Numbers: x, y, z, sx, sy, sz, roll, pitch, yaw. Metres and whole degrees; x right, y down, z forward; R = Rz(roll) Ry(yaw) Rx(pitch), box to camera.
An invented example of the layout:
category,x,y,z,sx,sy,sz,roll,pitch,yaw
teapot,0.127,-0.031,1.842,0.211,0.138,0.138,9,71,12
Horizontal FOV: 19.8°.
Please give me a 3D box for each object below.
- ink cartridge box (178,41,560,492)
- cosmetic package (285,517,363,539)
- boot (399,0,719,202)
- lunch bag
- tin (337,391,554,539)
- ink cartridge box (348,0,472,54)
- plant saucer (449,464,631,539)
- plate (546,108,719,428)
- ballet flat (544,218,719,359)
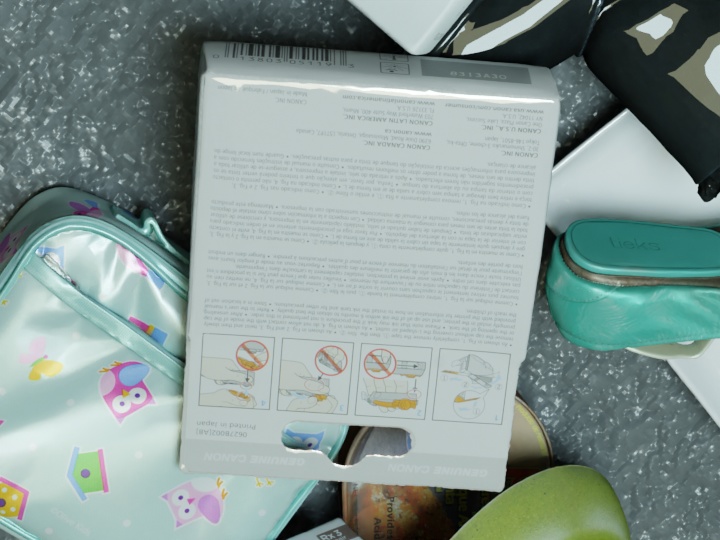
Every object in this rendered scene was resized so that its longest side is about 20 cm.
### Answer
category,x,y,z,sx,sy,sz,roll,pitch,yaw
ink cartridge box,0.000,0.000,0.947,0.160,0.050,0.201,4,116,-4
cosmetic package,-0.042,0.234,1.026,0.112,0.081,0.201,-20,134,-33
boot,0.117,-0.097,0.967,0.162,0.073,0.199,40,95,-3
lunch bag,-0.114,0.062,0.999,0.199,0.077,0.161,35,101,-20
tin,0.044,0.143,1.077,0.111,0.042,0.202,-2,110,-5
ink cartridge box,0.006,-0.224,0.902,0.200,0.044,0.174,40,100,3
plant saucer,0.076,0.192,1.029,0.199,0.031,0.201,-30,135,-34
plate,0.214,-0.037,1.045,0.200,0.032,0.200,-41,111,6
ballet flat,0.185,0.011,1.014,0.198,0.068,0.071,1,134,-9
